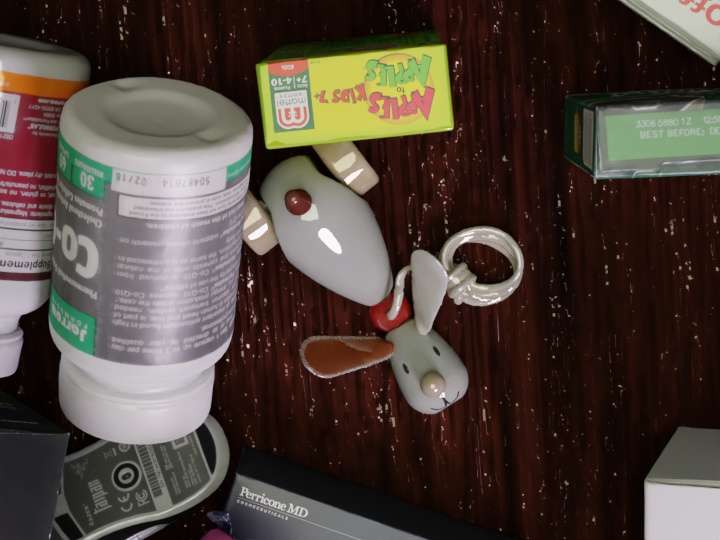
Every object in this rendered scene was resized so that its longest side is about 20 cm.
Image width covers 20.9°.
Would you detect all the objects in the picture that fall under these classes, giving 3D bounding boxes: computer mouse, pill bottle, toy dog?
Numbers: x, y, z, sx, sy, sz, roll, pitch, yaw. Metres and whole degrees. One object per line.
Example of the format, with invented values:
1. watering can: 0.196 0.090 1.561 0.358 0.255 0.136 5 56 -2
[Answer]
1. computer mouse: -0.173 0.152 1.243 0.200 0.044 0.110 -22 65 1
2. pill bottle: -0.128 -0.004 1.170 0.113 0.113 0.200 7 118 0
3. toy dog: 0.000 0.000 1.197 0.200 0.096 0.132 33 98 -4
4. pill bottle: -0.234 -0.042 1.186 0.113 0.113 0.200 12 99 -1

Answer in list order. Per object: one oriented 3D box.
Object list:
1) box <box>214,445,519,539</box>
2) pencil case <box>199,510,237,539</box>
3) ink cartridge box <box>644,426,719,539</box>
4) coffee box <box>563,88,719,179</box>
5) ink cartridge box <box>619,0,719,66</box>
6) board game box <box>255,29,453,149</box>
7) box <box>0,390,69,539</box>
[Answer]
1. box: -0.005 0.214 1.243 0.200 0.079 0.141 19 96 -2
2. pencil case: -0.135 0.231 1.131 0.200 0.094 0.091 -36 103 -16
3. ink cartridge box: 0.253 0.208 1.187 0.146 0.147 0.200 2 99 17
4. coffee box: 0.184 -0.081 1.130 0.123 0.200 0.044 -2 96 3
5. ink cartridge box: 0.209 -0.243 1.162 0.145 0.083 0.200 34 98 -4
6. board game box: -0.001 -0.107 1.128 0.101 0.200 0.048 -5 99 2
7. box: -0.274 0.136 1.139 0.124 0.200 0.149 8 96 -33
